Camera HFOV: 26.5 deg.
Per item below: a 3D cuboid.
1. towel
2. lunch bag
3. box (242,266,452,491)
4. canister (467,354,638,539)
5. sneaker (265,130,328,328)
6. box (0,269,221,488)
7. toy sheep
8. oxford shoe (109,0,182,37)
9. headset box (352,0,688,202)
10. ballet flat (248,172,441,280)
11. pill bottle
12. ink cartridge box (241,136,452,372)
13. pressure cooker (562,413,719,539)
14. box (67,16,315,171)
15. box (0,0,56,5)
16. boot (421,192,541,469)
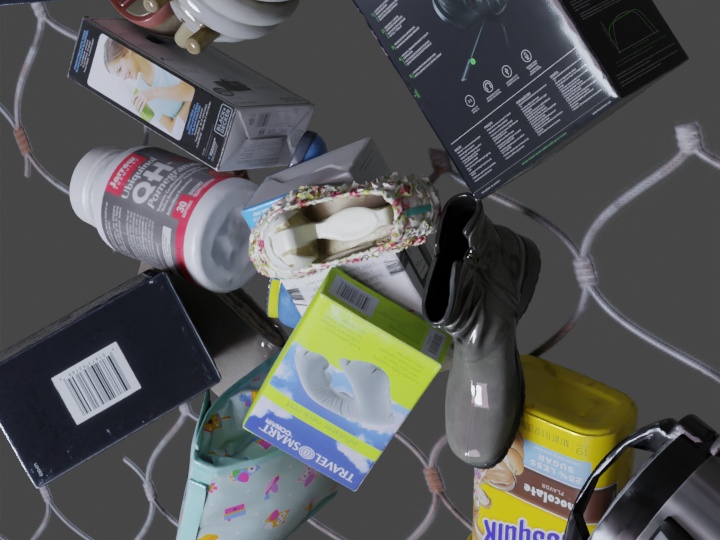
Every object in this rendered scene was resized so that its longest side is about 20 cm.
[{"bbox_3d":[-0.158,0.056,1.584,0.200,0.034,0.133,42,138,18],"label":"towel"},{"bbox_3d":[-0.102,0.187,1.477,0.122,0.199,0.171,38,136,22],"label":"lunch bag"},{"bbox_3d":[-0.019,0.104,1.324,0.121,0.048,0.201,30,127,-1],"label":"box"},{"bbox_3d":[0.161,0.187,1.296,0.148,0.086,0.202,21,126,36],"label":"canister"},{"bbox_3d":[-0.036,-0.032,1.393,0.078,0.066,0.202,15,122,12],"label":"sneaker"},{"bbox_3d":[-0.252,0.097,1.474,0.124,0.199,0.198,62,171,-7],"label":"box"},{"bbox_3d":[-0.107,-0.252,1.270,0.200,0.137,0.139,-38,85,41],"label":"toy sheep"},{"bbox_3d":[-0.217,-0.278,1.417,0.070,0.075,0.201,-41,57,10],"label":"oxford shoe"},{"bbox_3d":[0.108,-0.184,1.120,0.201,0.092,0.174,57,140,3],"label":"headset box"},{"bbox_3d":[-0.027,-0.035,1.212,0.199,0.064,0.076,-17,91,36],"label":"ballet flat"},{"bbox_3d":[-0.189,-0.058,1.487,0.199,0.110,0.112,21,127,36],"label":"pill bottle"},{"bbox_3d":[0.000,0.000,1.320,0.115,0.068,0.201,-17,114,29],"label":"ink cartridge box"},{"bbox_3d":[0.250,0.220,1.156,0.200,0.176,0.179,41,160,21],"label":"pressure cooker"},{"bbox_3d":[-0.153,-0.162,1.377,0.199,0.116,0.061,32,114,27],"label":"box"},{"bbox_3d":[-0.339,-0.373,1.392,0.197,0.116,0.202,-124,31,-49],"label":"box"},{"bbox_3d":[0.080,0.048,1.198,0.067,0.130,0.203,4,80,31],"label":"boot"}]
